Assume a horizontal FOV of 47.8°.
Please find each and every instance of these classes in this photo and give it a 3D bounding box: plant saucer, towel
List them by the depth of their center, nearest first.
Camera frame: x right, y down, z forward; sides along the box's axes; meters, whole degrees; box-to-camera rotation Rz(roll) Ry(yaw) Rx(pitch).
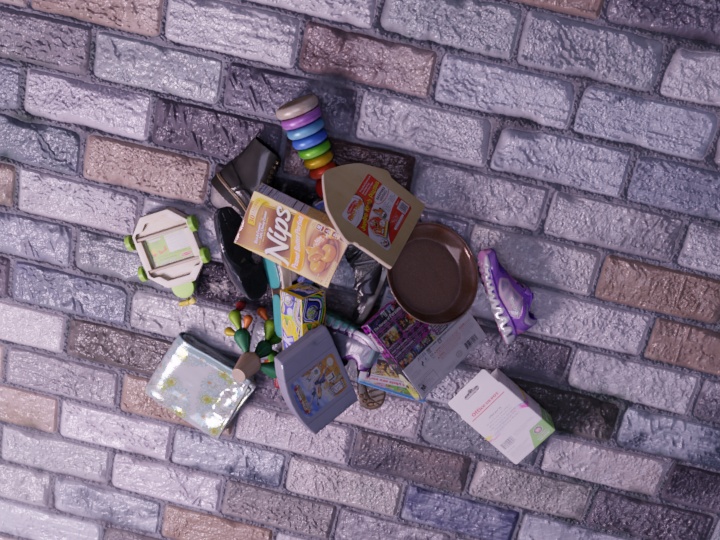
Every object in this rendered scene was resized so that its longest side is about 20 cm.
[{"bbox_3d":[0.134,0.008,1.566,0.198,0.037,0.203,5,77,-23],"label":"plant saucer"},{"bbox_3d":[-0.343,0.248,1.736,0.199,0.048,0.172,34,107,-5],"label":"towel"}]

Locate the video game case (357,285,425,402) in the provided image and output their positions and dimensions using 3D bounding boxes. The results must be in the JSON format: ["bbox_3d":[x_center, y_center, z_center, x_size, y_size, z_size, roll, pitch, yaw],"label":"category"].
[{"bbox_3d":[0.089,0.147,1.626,0.142,0.018,0.202,18,86,-6],"label":"video game case"}]

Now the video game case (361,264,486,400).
[{"bbox_3d":[0.126,0.119,1.577,0.200,0.036,0.182,-41,97,-26],"label":"video game case"}]

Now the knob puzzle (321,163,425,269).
[{"bbox_3d":[0.007,-0.118,1.521,0.219,0.220,0.030,38,143,-7],"label":"knob puzzle"}]

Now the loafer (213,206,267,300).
[{"bbox_3d":[-0.252,-0.034,1.609,0.072,0.073,0.202,14,126,47],"label":"loafer"}]

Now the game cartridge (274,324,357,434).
[{"bbox_3d":[-0.088,0.218,1.572,0.133,0.041,0.201,-39,127,-25],"label":"game cartridge"}]

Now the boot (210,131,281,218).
[{"bbox_3d":[-0.176,-0.154,1.577,0.200,0.078,0.138,42,102,-9],"label":"boot"}]

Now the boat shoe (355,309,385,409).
[{"bbox_3d":[0.021,0.179,1.662,0.071,0.068,0.203,2,90,-4],"label":"boat shoe"}]

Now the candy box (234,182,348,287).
[{"bbox_3d":[-0.123,-0.066,1.522,0.198,0.055,0.116,25,114,-3],"label":"candy box"}]

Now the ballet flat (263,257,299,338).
[{"bbox_3d":[-0.152,0.036,1.639,0.069,0.069,0.203,-5,99,8],"label":"ballet flat"}]

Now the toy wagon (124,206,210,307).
[{"bbox_3d":[-0.384,-0.024,1.657,0.154,0.040,0.202,-15,106,11],"label":"toy wagon"}]

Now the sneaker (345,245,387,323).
[{"bbox_3d":[0.000,0.000,1.602,0.113,0.076,0.201,19,102,3],"label":"sneaker"}]

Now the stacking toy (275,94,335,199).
[{"bbox_3d":[-0.088,-0.225,1.542,0.084,0.086,0.202,-17,110,11],"label":"stacking toy"}]

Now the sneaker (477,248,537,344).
[{"bbox_3d":[0.290,0.041,1.589,0.088,0.081,0.202,-21,109,5],"label":"sneaker"}]

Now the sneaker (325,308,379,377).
[{"bbox_3d":[-0.048,0.136,1.613,0.199,0.074,0.088,26,98,33],"label":"sneaker"}]

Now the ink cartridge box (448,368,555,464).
[{"bbox_3d":[0.286,0.287,1.668,0.200,0.067,0.117,41,108,-9],"label":"ink cartridge box"}]

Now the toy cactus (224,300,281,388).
[{"bbox_3d":[-0.214,0.169,1.641,0.102,0.165,0.201,-28,101,33],"label":"toy cactus"}]

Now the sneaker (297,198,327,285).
[{"bbox_3d":[-0.085,-0.058,1.590,0.078,0.075,0.201,24,114,0],"label":"sneaker"}]

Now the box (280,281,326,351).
[{"bbox_3d":[-0.110,0.131,1.593,0.070,0.064,0.202,21,120,43],"label":"box"}]
